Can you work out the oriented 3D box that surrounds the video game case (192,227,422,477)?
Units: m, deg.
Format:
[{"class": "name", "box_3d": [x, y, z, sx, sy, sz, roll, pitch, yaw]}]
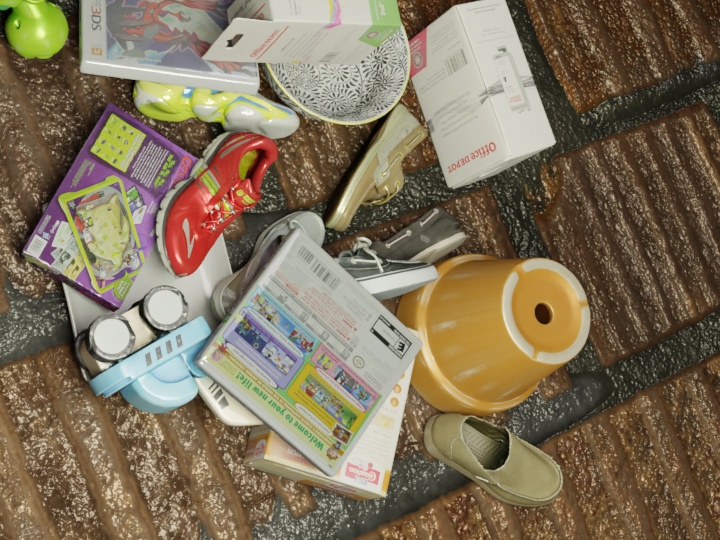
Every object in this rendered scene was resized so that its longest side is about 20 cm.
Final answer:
[{"class": "video game case", "box_3d": [-0.051, 0.087, 1.313, 0.200, 0.022, 0.182, 43, 69, -21]}]

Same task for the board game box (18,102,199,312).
[{"class": "board game box", "box_3d": [-0.270, -0.070, 1.347, 0.120, 0.032, 0.200, 31, 64, -14]}]

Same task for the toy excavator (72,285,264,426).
[{"class": "toy excavator", "box_3d": [-0.176, 0.112, 1.302, 0.194, 0.100, 0.200, -30, 92, -27]}]

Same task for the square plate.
[{"class": "square plate", "box_3d": [-0.237, 0.009, 1.375, 0.198, 0.028, 0.200, -11, 83, -30]}]

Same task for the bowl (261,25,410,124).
[{"class": "bowl", "box_3d": [-0.048, -0.258, 1.507, 0.200, 0.094, 0.201, 7, 74, -25]}]

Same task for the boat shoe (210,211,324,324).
[{"class": "boat shoe", "box_3d": [-0.093, -0.005, 1.418, 0.075, 0.065, 0.202, 57, 44, -12]}]

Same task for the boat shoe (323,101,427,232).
[{"class": "boat shoe", "box_3d": [0.024, -0.120, 1.520, 0.066, 0.074, 0.200, 36, 63, -9]}]

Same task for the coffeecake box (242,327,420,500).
[{"class": "coffeecake box", "box_3d": [-0.031, 0.145, 1.421, 0.153, 0.073, 0.200, 21, 68, -20]}]

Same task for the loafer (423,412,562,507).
[{"class": "loafer", "box_3d": [0.170, 0.232, 1.508, 0.200, 0.067, 0.076, 25, 67, -20]}]

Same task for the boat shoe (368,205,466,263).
[{"class": "boat shoe", "box_3d": [0.040, -0.022, 1.512, 0.200, 0.067, 0.057, -25, 73, -32]}]

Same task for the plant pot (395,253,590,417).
[{"class": "plant pot", "box_3d": [0.170, 0.066, 1.484, 0.200, 0.183, 0.201, 7, 74, -26]}]

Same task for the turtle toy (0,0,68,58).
[{"class": "turtle toy", "box_3d": [-0.385, -0.323, 1.341, 0.146, 0.101, 0.200, -36, 95, -30]}]

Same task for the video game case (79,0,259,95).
[{"class": "video game case", "box_3d": [-0.219, -0.284, 1.415, 0.200, 0.023, 0.183, 5, 53, -20]}]

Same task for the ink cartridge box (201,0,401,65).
[{"class": "ink cartridge box", "box_3d": [-0.071, -0.281, 1.378, 0.200, 0.117, 0.067, -4, 78, -29]}]

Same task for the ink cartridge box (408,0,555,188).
[{"class": "ink cartridge box", "box_3d": [0.145, -0.222, 1.568, 0.083, 0.146, 0.200, -17, 86, -30]}]

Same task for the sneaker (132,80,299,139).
[{"class": "sneaker", "box_3d": [-0.163, -0.219, 1.447, 0.200, 0.076, 0.105, 10, 72, -25]}]

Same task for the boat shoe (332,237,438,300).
[{"class": "boat shoe", "box_3d": [-0.002, 0.001, 1.403, 0.199, 0.074, 0.068, -10, 79, -28]}]

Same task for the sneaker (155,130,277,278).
[{"class": "sneaker", "box_3d": [-0.155, -0.079, 1.365, 0.077, 0.085, 0.200, 54, 52, -42]}]
